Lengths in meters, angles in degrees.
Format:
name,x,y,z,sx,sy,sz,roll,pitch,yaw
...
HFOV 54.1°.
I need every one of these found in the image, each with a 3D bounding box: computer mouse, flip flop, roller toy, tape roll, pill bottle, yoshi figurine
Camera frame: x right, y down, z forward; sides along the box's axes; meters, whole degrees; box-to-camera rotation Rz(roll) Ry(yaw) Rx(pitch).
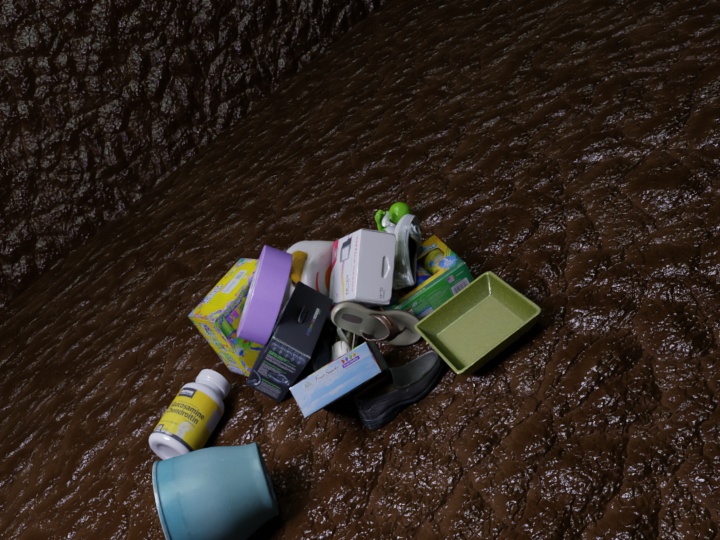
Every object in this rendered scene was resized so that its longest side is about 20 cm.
name,x,y,z,sx,sy,sz,roll,pitch,yaw
computer mouse,-0.074,0.161,1.538,0.033,0.060,0.201,-8,23,9
flip flop,0.035,0.114,1.439,0.058,0.196,0.082,-103,32,-64
roller toy,-0.094,0.021,1.663,0.138,0.204,0.182,3,31,45
tape roll,-0.204,0.053,1.503,0.200,0.064,0.205,-163,89,-79
pill bottle,-0.370,0.322,1.561,0.110,0.113,0.202,-8,38,35
yoshi figurine,0.088,-0.109,1.777,0.109,0.114,0.202,-9,32,6

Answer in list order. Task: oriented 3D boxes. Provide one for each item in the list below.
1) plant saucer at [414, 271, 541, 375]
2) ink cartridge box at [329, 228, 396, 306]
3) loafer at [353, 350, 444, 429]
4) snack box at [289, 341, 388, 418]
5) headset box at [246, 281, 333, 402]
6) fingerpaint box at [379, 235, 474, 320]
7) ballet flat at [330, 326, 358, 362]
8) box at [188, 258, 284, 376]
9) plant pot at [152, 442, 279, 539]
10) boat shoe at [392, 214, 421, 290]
name,x,y,z,sx,sy,sz,roll,pitch,yaw
plant saucer,0.230,0.110,1.374,0.198,0.048,0.200,-36,30,-5
ink cartridge box,0.000,0.000,1.519,0.200,0.084,0.152,160,116,-71
loafer,0.074,0.215,1.342,0.199,0.073,0.073,-39,31,-12
snack box,-0.035,0.206,1.361,0.166,0.069,0.200,-31,-9,2
headset box,-0.151,0.151,1.528,0.201,0.091,0.176,-55,9,44
fingerpaint box,0.129,0.030,1.557,0.198,0.074,0.167,-34,30,-2
ballet flat,-0.039,0.162,1.533,0.066,0.063,0.202,-21,32,21
box,-0.266,0.113,1.686,0.120,0.195,0.201,5,45,45
plant pot,-0.250,0.407,1.268,0.184,0.204,0.201,-19,29,-9
boat shoe,0.106,-0.043,1.542,0.063,0.075,0.204,-7,43,26
